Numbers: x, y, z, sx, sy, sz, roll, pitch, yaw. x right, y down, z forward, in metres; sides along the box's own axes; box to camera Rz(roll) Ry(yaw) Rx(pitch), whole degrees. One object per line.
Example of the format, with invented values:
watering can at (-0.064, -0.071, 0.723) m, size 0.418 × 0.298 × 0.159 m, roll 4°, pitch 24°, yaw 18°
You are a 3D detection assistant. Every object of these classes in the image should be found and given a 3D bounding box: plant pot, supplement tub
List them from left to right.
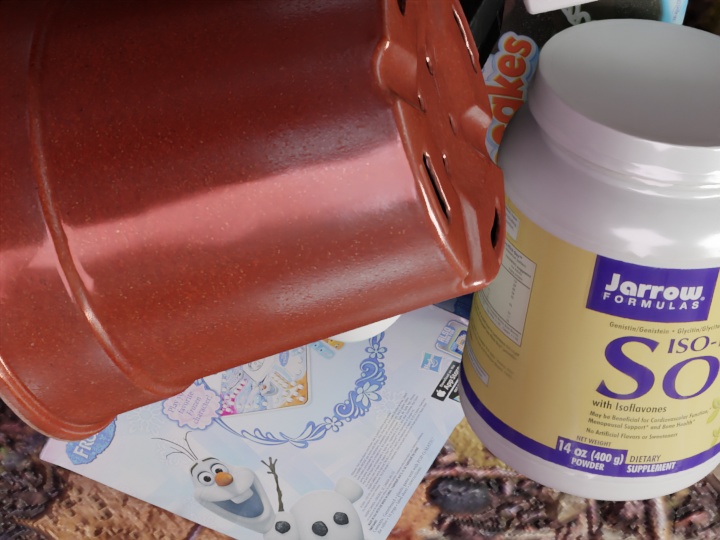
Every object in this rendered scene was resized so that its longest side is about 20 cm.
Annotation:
plant pot at (-0.052, -0.046, 0.982) m, size 0.195 × 0.201 × 0.201 m, roll -13°, pitch 121°, yaw 17°
supplement tub at (0.130, -0.006, 1.141) m, size 0.145 × 0.146 × 0.200 m, roll 7°, pitch 123°, yaw -1°

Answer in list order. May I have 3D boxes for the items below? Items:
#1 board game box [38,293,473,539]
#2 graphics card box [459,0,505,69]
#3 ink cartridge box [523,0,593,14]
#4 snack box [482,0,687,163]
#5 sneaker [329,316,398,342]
board game box at (-0.049, 0.060, 1.298) m, size 0.199 × 0.043 × 0.200 m, roll 24°, pitch 121°, yaw -12°
graphics card box at (-0.038, -0.126, 1.110) m, size 0.199 × 0.126 × 0.051 m, roll 14°, pitch 122°, yaw 10°
ink cartridge box at (0.109, -0.230, 1.074) m, size 0.116 × 0.067 × 0.200 m, roll -12°, pitch 105°, yaw 10°
snack box at (0.092, -0.084, 1.201) m, size 0.116 × 0.037 × 0.200 m, roll 10°, pitch 123°, yaw -1°
sneaker at (0.000, 0.000, 1.145) m, size 0.074 × 0.201 × 0.118 m, roll 3°, pitch 125°, yaw 1°
